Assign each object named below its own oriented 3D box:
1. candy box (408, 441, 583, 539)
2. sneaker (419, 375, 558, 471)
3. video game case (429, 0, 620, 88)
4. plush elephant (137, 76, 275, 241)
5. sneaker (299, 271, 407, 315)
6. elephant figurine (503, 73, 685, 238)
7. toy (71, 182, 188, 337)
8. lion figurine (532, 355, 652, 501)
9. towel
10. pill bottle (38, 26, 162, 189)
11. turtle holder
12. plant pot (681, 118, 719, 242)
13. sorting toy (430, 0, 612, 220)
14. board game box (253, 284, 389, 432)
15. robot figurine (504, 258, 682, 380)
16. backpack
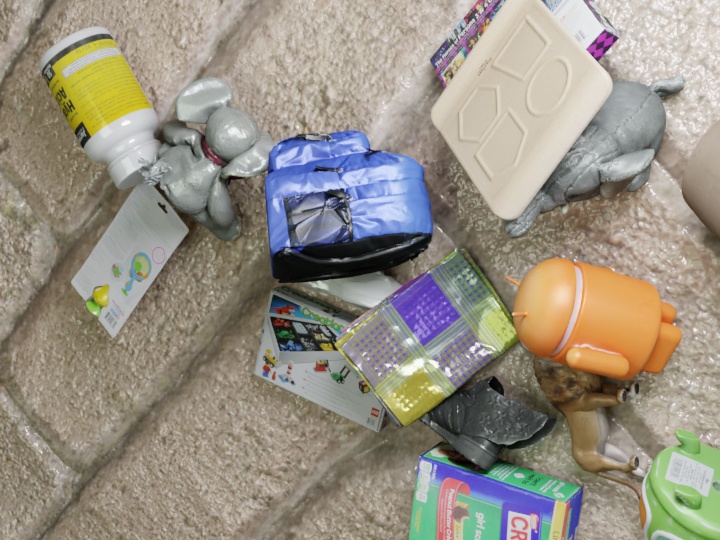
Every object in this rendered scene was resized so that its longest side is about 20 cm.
[{"bbox_3d":[0.164,0.326,1.593,0.198,0.077,0.171,13,107,24],"label":"candy box"},{"bbox_3d":[0.139,0.171,1.582,0.199,0.060,0.105,36,93,38],"label":"sneaker"},{"bbox_3d":[0.177,-0.248,1.433,0.200,0.036,0.182,-49,46,28],"label":"video game case"},{"bbox_3d":[-0.181,-0.150,1.636,0.154,0.200,0.166,-32,78,11],"label":"plush elephant"},{"bbox_3d":[0.000,0.000,1.621,0.198,0.075,0.089,21,86,17],"label":"sneaker"},{"bbox_3d":[0.250,-0.124,1.370,0.140,0.200,0.157,11,113,24],"label":"elephant figurine"},{"bbox_3d":[-0.314,-0.018,1.788,0.115,0.047,0.200,47,108,24],"label":"toy"},{"bbox_3d":[0.272,0.182,1.508,0.121,0.072,0.203,-3,104,36],"label":"lion figurine"},{"bbox_3d":[0.084,0.084,1.559,0.199,0.023,0.144,-35,92,1],"label":"towel"},{"bbox_3d":[-0.341,-0.217,1.726,0.111,0.111,0.201,-34,84,30],"label":"pill bottle"},{"bbox_3d":[0.401,0.276,1.436,0.183,0.142,0.133,6,127,-13],"label":"turtle holder"},{"bbox_3d":[0.428,-0.074,1.311,0.174,0.199,0.202,39,117,34],"label":"plant pot"},{"bbox_3d":[0.169,-0.177,1.358,0.186,0.036,0.201,-55,40,22],"label":"sorting toy"},{"bbox_3d":[-0.041,0.115,1.681,0.198,0.035,0.128,23,112,22],"label":"board game box"},{"bbox_3d":[0.257,0.053,1.437,0.198,0.117,0.146,15,75,-10],"label":"robot figurine"},{"bbox_3d":[-0.015,-0.080,1.527,0.197,0.163,0.170,-5,84,-4],"label":"backpack"}]
